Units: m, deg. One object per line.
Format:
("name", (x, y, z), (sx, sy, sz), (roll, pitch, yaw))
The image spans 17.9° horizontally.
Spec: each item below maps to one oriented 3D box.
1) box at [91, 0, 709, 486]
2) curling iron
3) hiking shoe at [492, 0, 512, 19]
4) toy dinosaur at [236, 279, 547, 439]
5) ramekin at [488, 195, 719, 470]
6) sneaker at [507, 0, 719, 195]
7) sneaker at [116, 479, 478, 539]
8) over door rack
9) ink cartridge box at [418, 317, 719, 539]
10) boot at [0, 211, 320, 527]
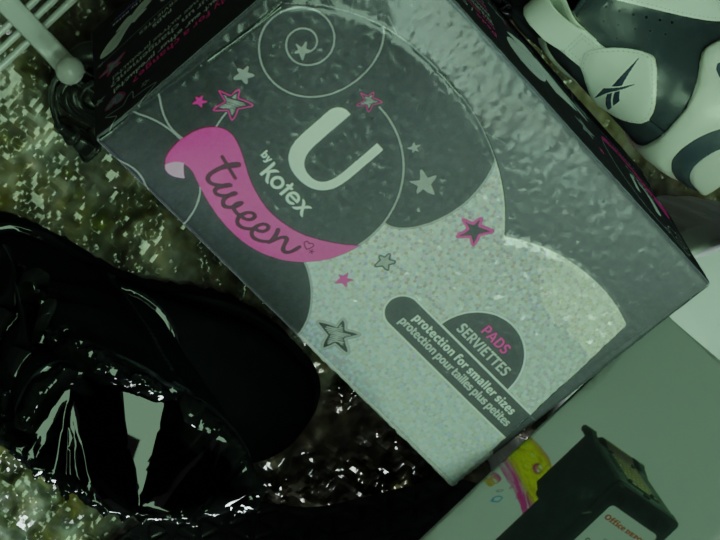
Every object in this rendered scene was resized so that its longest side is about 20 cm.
("box", (0.011, -0.041, 0.858), (0.132, 0.115, 0.200), (-40, 113, 11))
("curling iron", (-0.043, -0.065, 0.979), (0.200, 0.026, 0.050), (4, 129, -30))
("hiking shoe", (0.052, -0.137, 0.952), (0.200, 0.076, 0.101), (-21, 136, -22))
("toy dinosaur", (0.000, 0.000, 0.986), (0.200, 0.088, 0.047), (43, 51, -10))
("ramekin", (0.148, 0.060, 1.062), (0.200, 0.105, 0.201), (-8, 112, -20))
("sneaker", (0.114, -0.134, 0.904), (0.129, 0.079, 0.199), (34, 52, -14))
("sneaker", (-0.019, 0.152, 1.042), (0.200, 0.072, 0.083), (-4, 136, -10))
("over door rack", (-0.171, -0.139, 0.858), (0.148, 0.067, 0.200), (-43, 114, -2))
("ink cartridge box", (0.075, 0.130, 0.896), (0.200, 0.083, 0.146), (-42, 161, -14))
("boot", (-0.079, 0.052, 0.926), (0.198, 0.162, 0.073), (29, 98, -29))
